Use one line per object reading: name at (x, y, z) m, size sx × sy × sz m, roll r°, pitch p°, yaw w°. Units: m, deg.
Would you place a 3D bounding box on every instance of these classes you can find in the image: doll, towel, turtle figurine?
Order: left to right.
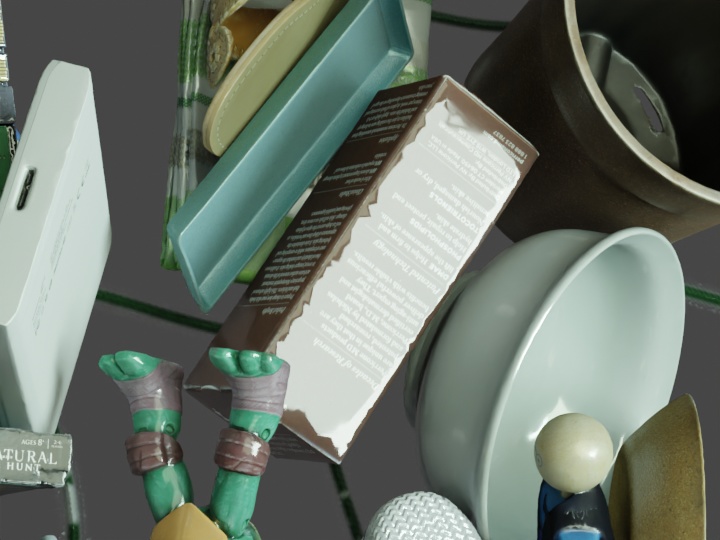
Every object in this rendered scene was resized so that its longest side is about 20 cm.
turtle figurine at (-0.086, 0.141, 1.328) m, size 0.149 × 0.101 × 0.201 m, roll 1°, pitch 76°, yaw 9°
towel at (-0.031, -0.085, 1.515) m, size 0.148 × 0.031 × 0.201 m, roll 10°, pitch 72°, yaw -19°
doll at (0.108, 0.160, 1.398) m, size 0.048 × 0.201 × 0.137 m, roll 2°, pitch 31°, yaw 1°

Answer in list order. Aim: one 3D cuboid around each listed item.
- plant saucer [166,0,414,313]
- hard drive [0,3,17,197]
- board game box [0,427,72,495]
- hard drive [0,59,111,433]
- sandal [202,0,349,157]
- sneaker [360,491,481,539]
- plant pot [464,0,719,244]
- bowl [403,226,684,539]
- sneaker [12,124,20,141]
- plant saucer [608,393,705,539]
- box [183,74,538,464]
plant saucer at (-0.037, -0.071, 1.467) m, size 0.019 × 0.070 × 0.200 m, roll 24°, pitch 63°, yaw 26°
hard drive at (-0.266, -0.080, 1.322) m, size 0.199 × 0.038 × 0.141 m, roll -4°, pitch 81°, yaw -25°
board game box at (-0.251, 0.085, 1.315) m, size 0.199 × 0.135 × 0.028 m, roll 6°, pitch 81°, yaw -21°
hard drive at (-0.154, -0.001, 1.347) m, size 0.027 × 0.200 × 0.133 m, roll 14°, pitch 69°, yaw 4°
sandal at (-0.047, -0.145, 1.486) m, size 0.069 × 0.078 × 0.212 m, roll 29°, pitch 56°, yaw 19°
sneaker at (0.038, 0.219, 1.408) m, size 0.075 × 0.115 × 0.201 m, roll -13°, pitch 79°, yaw -25°
plant pot at (0.158, -0.100, 1.502) m, size 0.199 × 0.198 × 0.201 m, roll 7°, pitch 72°, yaw -21°
bowl at (0.085, 0.060, 1.464) m, size 0.090 × 0.202 × 0.201 m, roll 20°, pitch 60°, yaw 30°
sneaker at (-0.221, -0.137, 1.423) m, size 0.200 × 0.077 × 0.111 m, roll 45°, pitch 57°, yaw -12°
plant saucer at (0.150, 0.164, 1.438) m, size 0.035 × 0.200 × 0.201 m, roll 3°, pitch 73°, yaw -1°
box at (0.000, 0.000, 1.442) m, size 0.075 × 0.100 × 0.200 m, roll 39°, pitch 76°, yaw -16°
